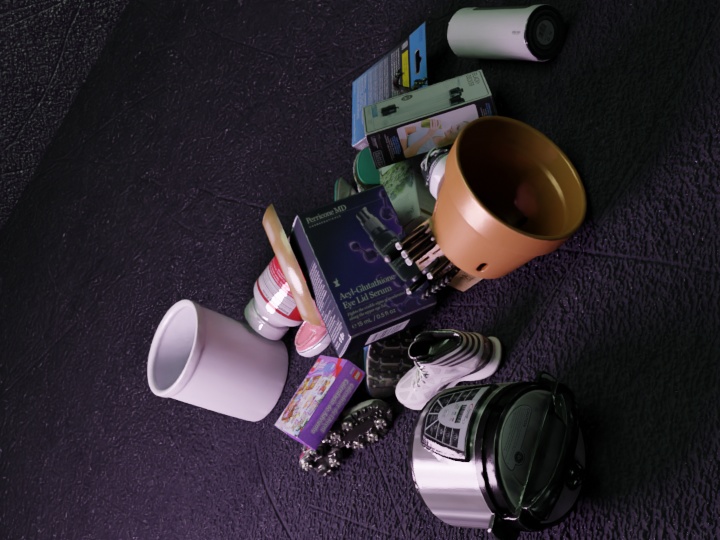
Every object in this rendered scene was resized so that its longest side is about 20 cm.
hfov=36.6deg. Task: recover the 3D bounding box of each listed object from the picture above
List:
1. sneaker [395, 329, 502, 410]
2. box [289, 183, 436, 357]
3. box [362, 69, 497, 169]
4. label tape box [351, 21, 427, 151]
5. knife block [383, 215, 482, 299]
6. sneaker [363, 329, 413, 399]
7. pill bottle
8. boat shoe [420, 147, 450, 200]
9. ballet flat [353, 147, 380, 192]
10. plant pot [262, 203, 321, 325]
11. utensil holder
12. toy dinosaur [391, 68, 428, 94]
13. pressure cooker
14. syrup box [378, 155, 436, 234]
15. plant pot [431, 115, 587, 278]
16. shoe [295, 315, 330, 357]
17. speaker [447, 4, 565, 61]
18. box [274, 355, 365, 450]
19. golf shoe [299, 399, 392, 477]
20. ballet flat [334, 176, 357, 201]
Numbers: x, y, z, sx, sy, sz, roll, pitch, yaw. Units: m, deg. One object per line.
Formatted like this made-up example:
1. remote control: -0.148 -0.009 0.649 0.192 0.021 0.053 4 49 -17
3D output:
1. sneaker: 0.092 0.127 1.520 0.200 0.114 0.077 -34 45 41
2. box: 0.000 0.000 1.592 0.203 0.146 0.105 64 162 13
3. box: 0.105 -0.230 1.646 0.196 0.061 0.117 -16 29 7
4. label tape box: 0.068 -0.305 1.860 0.199 0.063 0.147 -31 48 42
5. knife block: 0.104 -0.050 1.555 0.064 0.174 0.203 -34 45 38
6. sneaker: 0.036 0.101 1.672 0.089 0.077 0.204 139 142 -61
7. pill bottle: -0.115 0.021 1.888 0.201 0.111 0.113 -51 36 24
8. boat shoe: 0.118 -0.147 1.584 0.068 0.200 0.072 42 98 10
9. ballet flat: 0.024 -0.124 1.821 0.072 0.071 0.202 -48 36 26
10. plant pot: -0.109 -0.004 1.677 0.027 0.202 0.201 -22 39 -4
11. utensil holder: -0.250 0.165 1.919 0.169 0.198 0.173 -32 46 40
12. toy dinosaur: 0.085 -0.271 1.740 0.197 0.089 0.048 10 44 32
13. pressure cooker: 0.175 0.218 1.296 0.198 0.177 0.179 -11 93 52
14. syrup box: 0.085 -0.132 1.717 0.079 0.081 0.203 -39 44 38
15. plant pot: 0.185 -0.085 1.463 0.140 0.197 0.203 126 148 -48
16. shoe: -0.070 0.060 1.819 0.200 0.090 0.072 -47 38 28
17. speaker: 0.218 -0.362 1.663 0.199 0.080 0.083 20 87 58
18. box: -0.065 0.201 1.687 0.138 0.039 0.200 -57 10 -9
19. golf shoe: -0.027 0.236 1.671 0.199 0.076 0.089 -39 35 36
20. ballet flat: -0.019 -0.092 1.863 0.062 0.068 0.202 -2 38 9
